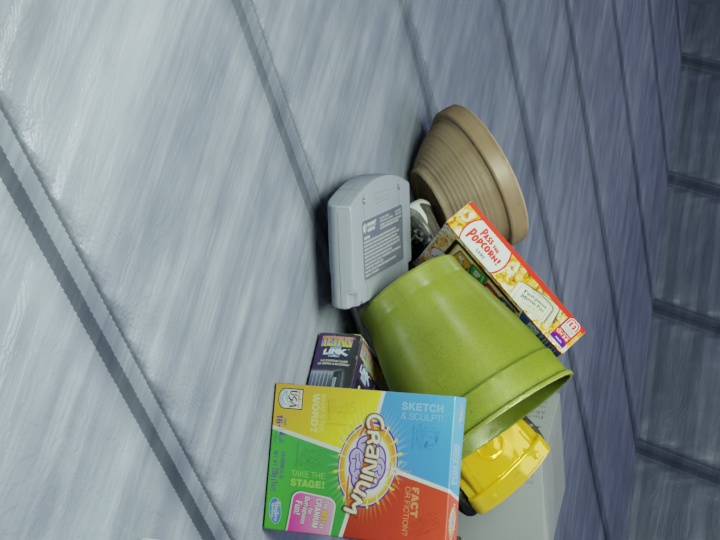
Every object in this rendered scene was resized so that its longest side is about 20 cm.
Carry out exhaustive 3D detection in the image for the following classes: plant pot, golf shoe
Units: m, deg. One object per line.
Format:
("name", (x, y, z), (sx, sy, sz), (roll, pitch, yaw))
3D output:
("plant pot", (0.103, 0.095, 1.570), (0.194, 0.200, 0.200), (56, 16, 14))
("plant pot", (0.127, -0.107, 1.811), (0.202, 0.092, 0.201), (57, -14, 22))
("golf shoe", (0.089, 0.001, 1.804), (0.095, 0.077, 0.201), (-60, 147, -51))

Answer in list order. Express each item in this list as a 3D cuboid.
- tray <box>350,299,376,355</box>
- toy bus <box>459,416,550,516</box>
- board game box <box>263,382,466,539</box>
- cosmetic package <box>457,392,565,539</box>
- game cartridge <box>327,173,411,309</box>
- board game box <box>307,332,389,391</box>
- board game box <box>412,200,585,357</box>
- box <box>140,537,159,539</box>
("tray", (0.000, 0.000, 1.643), (0.201, 0.022, 0.108), (73, 29, -42))
("toy bus", (0.110, 0.187, 1.736), (0.136, 0.200, 0.192), (-42, 106, -12))
("board game box", (0.004, 0.198, 1.427), (0.040, 0.198, 0.155), (19, 74, -68))
("cosmetic package", (0.196, 0.286, 1.973), (0.200, 0.163, 0.166), (-58, 145, -63))
("game cartridge", (0.011, -0.042, 1.590), (0.200, 0.041, 0.134), (-28, 121, -67))
("board game box", (-0.011, 0.190, 1.589), (0.200, 0.056, 0.166), (62, 35, -54))
("board game box", (0.159, 0.031, 1.646), (0.046, 0.200, 0.152), (-39, 175, -22))
("box", (-0.172, 0.345, 1.122), (0.176, 0.096, 0.202), (-29, 119, -65))
